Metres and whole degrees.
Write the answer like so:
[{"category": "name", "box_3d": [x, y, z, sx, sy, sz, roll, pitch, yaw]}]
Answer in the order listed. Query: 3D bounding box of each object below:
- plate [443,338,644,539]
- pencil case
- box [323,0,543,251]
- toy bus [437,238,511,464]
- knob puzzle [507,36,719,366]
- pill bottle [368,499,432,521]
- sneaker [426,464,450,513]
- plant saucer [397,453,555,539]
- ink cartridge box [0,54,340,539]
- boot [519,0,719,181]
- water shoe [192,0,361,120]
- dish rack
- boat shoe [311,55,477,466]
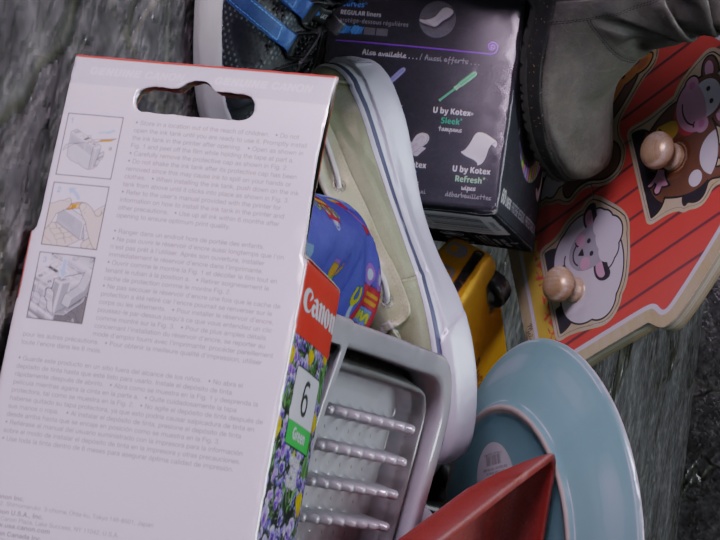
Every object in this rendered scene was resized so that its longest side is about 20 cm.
[{"category": "plate", "box_3d": [0.079, 0.134, 1.110, 0.200, 0.025, 0.202, -179, -90, -67]}, {"category": "pencil case", "box_3d": [-0.049, 0.000, 0.942, 0.087, 0.078, 0.200, -52, 166, 5]}, {"category": "box", "box_3d": [0.047, -0.122, 1.190, 0.122, 0.105, 0.201, 31, 66, -74]}, {"category": "toy bus", "box_3d": [0.040, 0.054, 1.269, 0.065, 0.078, 0.200, -53, 155, -23]}, {"category": "knob puzzle", "box_3d": [0.142, -0.058, 1.200, 0.030, 0.219, 0.221, 19, 75, -36]}, {"category": "pill bottle", "box_3d": [-0.011, 0.170, 1.093, 0.111, 0.110, 0.201, -62, 154, -54]}, {"category": "sneaker", "box_3d": [0.008, 0.065, 1.186, 0.201, 0.079, 0.074, 74, 29, -52]}, {"category": "plant saucer", "box_3d": [0.024, 0.193, 0.994, 0.199, 0.036, 0.201, -24, 124, -63]}, {"category": "ink cartridge box", "box_3d": [-0.068, 0.028, 0.812, 0.050, 0.108, 0.201, 46, 52, -68]}, {"category": "boot", "box_3d": [0.145, -0.118, 1.107, 0.068, 0.130, 0.201, -66, 155, -43]}, {"category": "water shoe", "box_3d": [-0.025, -0.130, 0.965, 0.072, 0.078, 0.201, -44, 139, -67]}, {"category": "dish rack", "box_3d": [-0.027, 0.105, 0.921, 0.200, 0.043, 0.173, 23, 81, -68]}, {"category": "boat shoe", "box_3d": [0.000, 0.000, 1.079, 0.062, 0.072, 0.201, -17, 92, -30]}]
